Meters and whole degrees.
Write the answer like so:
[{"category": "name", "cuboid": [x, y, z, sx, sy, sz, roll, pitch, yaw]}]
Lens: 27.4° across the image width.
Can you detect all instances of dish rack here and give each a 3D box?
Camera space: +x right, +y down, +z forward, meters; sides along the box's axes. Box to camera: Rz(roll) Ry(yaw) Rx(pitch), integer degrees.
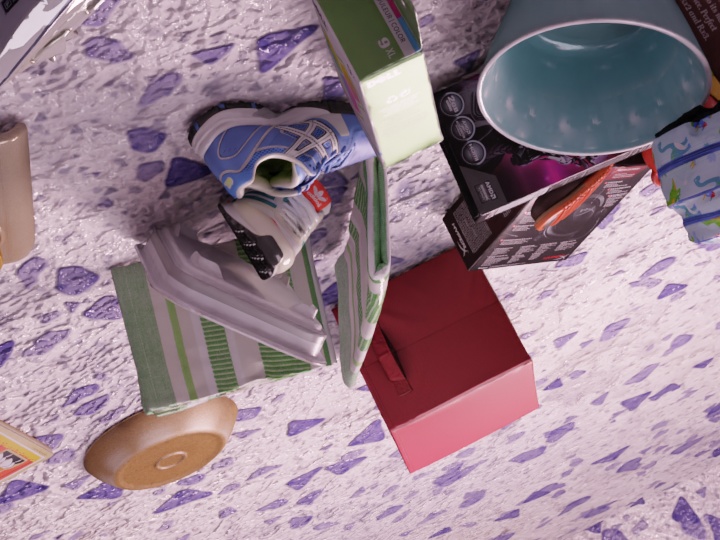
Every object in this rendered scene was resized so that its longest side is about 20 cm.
[{"category": "dish rack", "cuboid": [-0.113, 0.013, 1.331, 0.171, 0.200, 0.044, 24, 96, -19]}]

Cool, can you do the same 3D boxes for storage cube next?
[{"category": "storage cube", "cuboid": [0.091, 0.104, 1.733, 0.179, 0.172, 0.200, -27, 155, -1]}]

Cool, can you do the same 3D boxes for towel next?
[{"category": "towel", "cuboid": [0.000, 0.000, 1.465, 0.023, 0.153, 0.200, 4, 146, -10]}, {"category": "towel", "cuboid": [-0.132, 0.048, 1.454, 0.199, 0.154, 0.023, -15, -171, -15]}]

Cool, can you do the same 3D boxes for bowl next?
[{"category": "bowl", "cuboid": [0.200, -0.197, 1.283, 0.199, 0.106, 0.201, 2, 153, 1]}]

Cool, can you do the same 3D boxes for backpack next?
[{"category": "backpack", "cuboid": [0.339, -0.090, 1.275, 0.162, 0.155, 0.200, -13, 159, 36]}]

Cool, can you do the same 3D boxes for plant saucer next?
[{"category": "plant saucer", "cuboid": [-0.237, 0.218, 1.803, 0.199, 0.036, 0.200, -21, 154, -10]}]

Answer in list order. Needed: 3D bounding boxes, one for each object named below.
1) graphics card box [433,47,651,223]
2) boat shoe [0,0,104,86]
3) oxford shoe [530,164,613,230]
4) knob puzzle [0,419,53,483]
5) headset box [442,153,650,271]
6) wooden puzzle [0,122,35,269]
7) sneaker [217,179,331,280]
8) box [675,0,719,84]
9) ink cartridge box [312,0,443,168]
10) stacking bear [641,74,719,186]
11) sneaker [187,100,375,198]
[{"category": "graphics card box", "cuboid": [0.173, -0.141, 1.382, 0.199, 0.126, 0.051, -23, 175, -4]}, {"category": "boat shoe", "cuboid": [-0.227, -0.170, 1.023, 0.200, 0.071, 0.070, -43, 148, 19]}, {"category": "oxford shoe", "cuboid": [0.217, -0.120, 1.450, 0.200, 0.072, 0.071, -48, 177, -25]}, {"category": "knob puzzle", "cuboid": [-0.459, 0.231, 1.624, 0.219, 0.031, 0.220, -21, 155, -10]}, {"category": "headset box", "cuboid": [0.203, -0.090, 1.572, 0.148, 0.078, 0.200, -7, 148, -35]}, {"category": "wooden puzzle", "cuboid": [-0.357, -0.031, 1.191, 0.199, 0.046, 0.186, -17, 154, -19]}, {"category": "sneaker", "cuboid": [-0.071, -0.052, 1.323, 0.093, 0.071, 0.200, -32, -168, -4]}, {"category": "box", "cuboid": [0.393, -0.260, 1.312, 0.199, 0.167, 0.164, 3, 144, -46]}, {"category": "ink cartridge box", "cuboid": [0.010, -0.178, 1.185, 0.059, 0.104, 0.200, -25, 155, -2]}, {"category": "stacking bear", "cuboid": [0.378, -0.154, 1.533, 0.199, 0.114, 0.122, -27, 130, -23]}, {"category": "sneaker", "cuboid": [-0.055, -0.101, 1.306, 0.199, 0.077, 0.076, -9, 149, -35]}]
